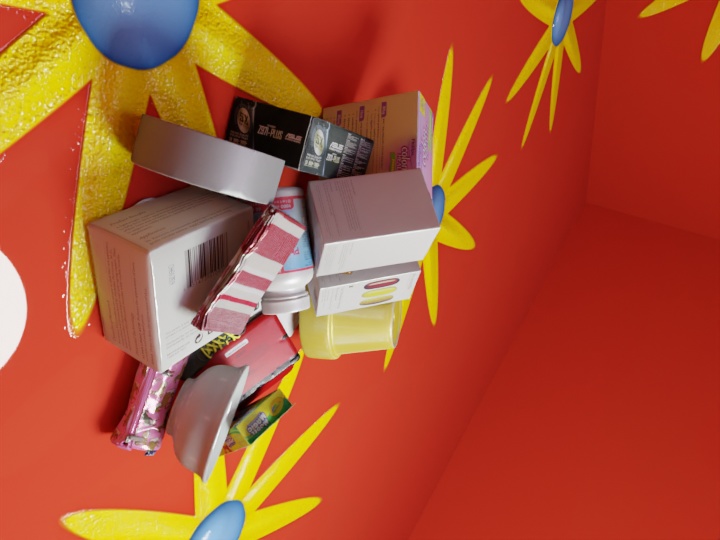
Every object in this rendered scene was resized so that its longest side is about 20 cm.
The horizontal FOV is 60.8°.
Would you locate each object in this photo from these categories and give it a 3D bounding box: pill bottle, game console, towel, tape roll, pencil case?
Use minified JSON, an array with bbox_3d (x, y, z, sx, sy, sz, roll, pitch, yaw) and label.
[{"bbox_3d":[-0.136,-0.033,1.019,0.108,0.108,0.202,-14,99,-56],"label":"pill bottle"},{"bbox_3d":[-0.228,0.193,1.192,0.199,0.118,0.173,-36,109,-24],"label":"game console"},{"bbox_3d":[-0.155,0.006,0.897,0.201,0.023,0.144,-57,165,1],"label":"towel"},{"bbox_3d":[-0.208,-0.152,0.846,0.200,0.199,0.067,5,106,-61],"label":"tape roll"},{"bbox_3d":[-0.332,0.189,0.985,0.082,0.086,0.202,18,92,-39],"label":"pencil case"}]

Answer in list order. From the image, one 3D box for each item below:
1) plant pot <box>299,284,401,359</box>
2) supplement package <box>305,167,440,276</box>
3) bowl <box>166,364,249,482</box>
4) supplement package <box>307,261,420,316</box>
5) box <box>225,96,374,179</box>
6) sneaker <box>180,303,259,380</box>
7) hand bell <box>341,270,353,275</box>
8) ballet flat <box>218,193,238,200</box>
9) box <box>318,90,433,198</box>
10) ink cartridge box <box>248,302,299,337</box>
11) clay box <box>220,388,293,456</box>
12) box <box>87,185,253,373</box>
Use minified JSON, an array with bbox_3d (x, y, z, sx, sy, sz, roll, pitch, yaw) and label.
[{"bbox_3d":[-0.014,0.093,1.302,0.201,0.187,0.203,5,90,-78],"label":"plant pot"},{"bbox_3d":[0.014,-0.080,1.034,0.198,0.122,0.120,-9,156,-15],"label":"supplement package"},{"bbox_3d":[-0.261,0.239,1.020,0.201,0.090,0.203,-161,-90,-87],"label":"bowl"},{"bbox_3d":[0.000,0.000,1.191,0.198,0.110,0.114,-10,151,-14],"label":"supplement package"},{"bbox_3d":[-0.099,-0.214,1.034,0.199,0.163,0.087,1,108,-60],"label":"box"},{"bbox_3d":[-0.251,0.104,1.064,0.201,0.084,0.075,-61,149,-17],"label":"sneaker"},{"bbox_3d":[-0.099,-0.038,1.100,0.104,0.199,0.105,-52,157,-33],"label":"hand bell"},{"bbox_3d":[-0.221,-0.052,1.014,0.068,0.067,0.202,-25,126,-30],"label":"ballet flat"},{"bbox_3d":[0.031,-0.223,1.165,0.097,0.198,0.178,32,57,-61],"label":"box"},{"bbox_3d":[-0.195,0.114,1.212,0.201,0.057,0.163,-65,152,-17],"label":"ink cartridge box"},{"bbox_3d":[-0.209,0.291,1.176,0.115,0.048,0.200,-39,-178,-39],"label":"clay box"},{"bbox_3d":[-0.271,0.004,0.913,0.199,0.130,0.202,-34,137,-48],"label":"box"}]
